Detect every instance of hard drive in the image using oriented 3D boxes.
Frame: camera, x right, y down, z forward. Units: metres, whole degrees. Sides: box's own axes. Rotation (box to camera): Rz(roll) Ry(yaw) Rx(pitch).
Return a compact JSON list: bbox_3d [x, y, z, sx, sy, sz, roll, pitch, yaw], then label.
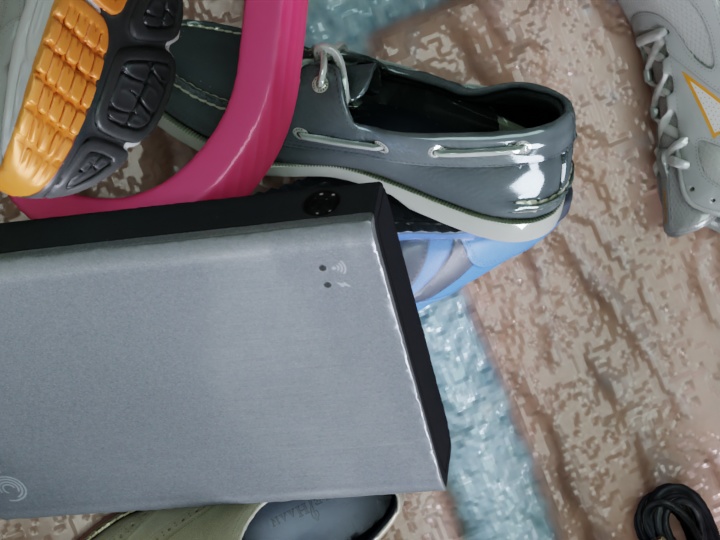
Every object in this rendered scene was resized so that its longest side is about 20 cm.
[{"bbox_3d":[-0.074,0.036,0.704,0.198,0.033,0.140,-5,129,14],"label":"hard drive"}]

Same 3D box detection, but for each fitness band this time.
[{"bbox_3d":[-0.091,-0.109,0.719,0.142,0.037,0.202,0,78,19],"label":"fitness band"}]

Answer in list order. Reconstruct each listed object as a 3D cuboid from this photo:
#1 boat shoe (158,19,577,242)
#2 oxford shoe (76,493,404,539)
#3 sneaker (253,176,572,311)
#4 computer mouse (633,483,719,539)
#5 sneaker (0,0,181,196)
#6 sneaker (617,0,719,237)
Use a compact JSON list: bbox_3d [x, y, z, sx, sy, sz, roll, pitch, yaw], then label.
[{"bbox_3d":[-0.004,-0.074,0.739,0.198,0.062,0.073,19,48,4],"label":"boat shoe"},{"bbox_3d":[-0.070,0.129,0.752,0.199,0.074,0.071,-34,99,-5],"label":"oxford shoe"},{"bbox_3d":[0.000,0.000,0.774,0.198,0.066,0.079,-18,135,-19],"label":"sneaker"},{"bbox_3d":[0.222,0.093,0.815,0.200,0.044,0.110,-43,93,0],"label":"computer mouse"},{"bbox_3d":[-0.117,-0.119,0.671,0.091,0.076,0.202,1,65,27],"label":"sneaker"},{"bbox_3d":[0.155,-0.067,0.784,0.092,0.076,0.200,-40,96,-1],"label":"sneaker"}]
